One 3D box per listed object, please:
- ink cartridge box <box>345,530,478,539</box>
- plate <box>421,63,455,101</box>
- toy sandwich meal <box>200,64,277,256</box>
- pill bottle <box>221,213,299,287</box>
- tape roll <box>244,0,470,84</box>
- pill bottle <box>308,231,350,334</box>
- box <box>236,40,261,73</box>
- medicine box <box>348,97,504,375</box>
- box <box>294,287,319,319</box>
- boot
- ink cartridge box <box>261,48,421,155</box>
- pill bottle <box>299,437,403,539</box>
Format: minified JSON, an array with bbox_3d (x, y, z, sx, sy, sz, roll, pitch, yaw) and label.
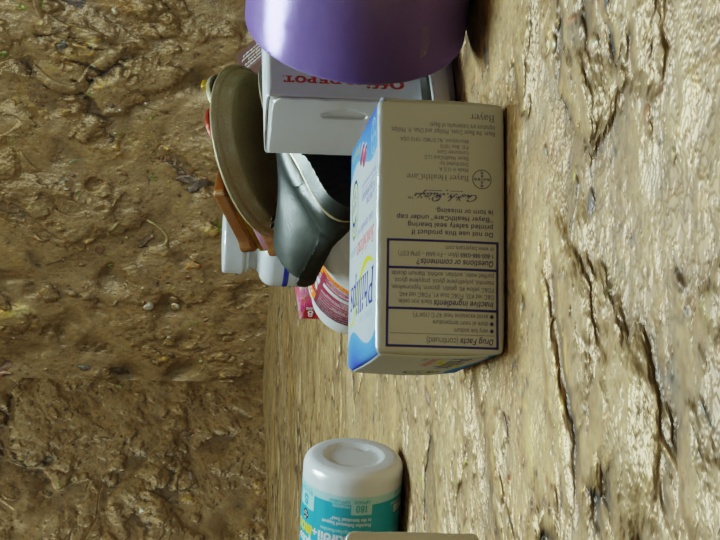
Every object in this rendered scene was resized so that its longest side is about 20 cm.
[{"bbox_3d":[0.037,0.312,1.197,0.067,0.116,0.202,133,139,-80],"label":"ink cartridge box"},{"bbox_3d":[0.062,-0.158,1.447,0.200,0.032,0.201,102,168,-54],"label":"plate"},{"bbox_3d":[-0.122,-0.117,1.565,0.205,0.070,0.206,45,-142,-52],"label":"toy sandwich meal"},{"bbox_3d":[-0.064,-0.036,1.760,0.112,0.198,0.113,-178,90,-83],"label":"pill bottle"},{"bbox_3d":[-0.001,-0.252,1.298,0.201,0.198,0.085,-96,11,-48],"label":"tape roll"},{"bbox_3d":[0.000,0.000,1.600,0.200,0.109,0.110,113,157,-71],"label":"pill bottle"},{"bbox_3d":[-0.078,-0.193,1.732,0.100,0.075,0.201,-34,47,31],"label":"box"},{"bbox_3d":[0.050,-0.021,1.220,0.182,0.102,0.202,130,142,-79],"label":"medicine box"},{"bbox_3d":[-0.038,-0.017,1.956,0.200,0.099,0.096,-105,18,-65],"label":"box"},{"bbox_3d":[-0.072,-0.097,1.488,0.139,0.077,0.201,-58,45,44],"label":"boot"},{"bbox_3d":[-0.023,-0.210,1.430,0.084,0.144,0.201,100,169,-53],"label":"ink cartridge box"},{"bbox_3d":[-0.013,0.295,1.635,0.111,0.110,0.201,-111,23,-72],"label":"pill bottle"}]
